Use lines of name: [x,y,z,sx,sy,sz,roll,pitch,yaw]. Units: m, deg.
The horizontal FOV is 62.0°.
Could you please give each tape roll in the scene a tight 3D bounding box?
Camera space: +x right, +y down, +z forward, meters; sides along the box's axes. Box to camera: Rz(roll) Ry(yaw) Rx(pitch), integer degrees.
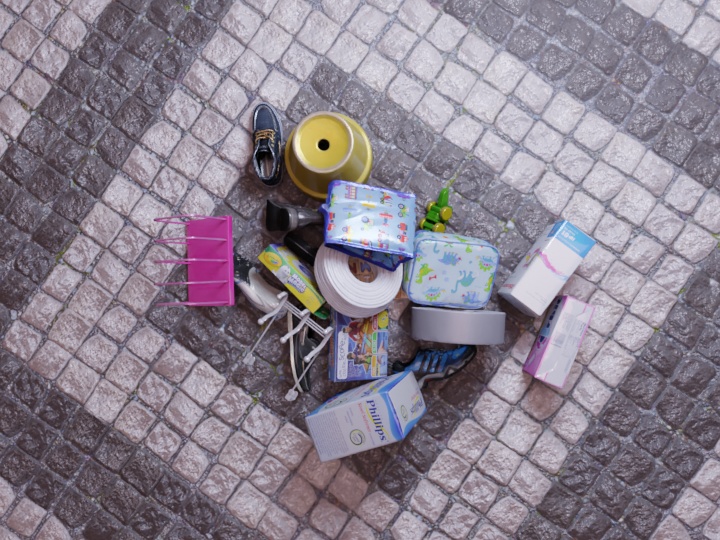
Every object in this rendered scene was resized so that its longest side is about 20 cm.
tape roll: [0.208,0.117,1.290,0.200,0.200,0.066,3,88,2]

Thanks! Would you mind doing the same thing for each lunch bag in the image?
lunch bag: [0.194,0.002,1.327,0.199,0.082,0.161,6,106,-11]
lunch bag: [0.009,-0.102,1.252,0.200,0.094,0.151,15,64,-22]

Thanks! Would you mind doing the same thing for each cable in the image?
cable: [0.000,0.000,1.303,0.200,0.069,0.200,-6,72,-30]

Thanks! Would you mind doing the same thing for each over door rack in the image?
over door rack: [-0.165,0.169,1.295,0.148,0.067,0.200,36,107,19]

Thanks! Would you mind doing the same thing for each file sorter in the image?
file sorter: [-0.374,-0.020,1.324,0.139,0.125,0.201,-3,88,34]

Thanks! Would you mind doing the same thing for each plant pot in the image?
plant pot: [-0.074,-0.259,1.316,0.200,0.189,0.201,0,89,2]

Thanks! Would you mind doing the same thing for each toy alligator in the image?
toy alligator: [0.168,-0.090,1.375,0.054,0.059,0.200,18,98,-41]

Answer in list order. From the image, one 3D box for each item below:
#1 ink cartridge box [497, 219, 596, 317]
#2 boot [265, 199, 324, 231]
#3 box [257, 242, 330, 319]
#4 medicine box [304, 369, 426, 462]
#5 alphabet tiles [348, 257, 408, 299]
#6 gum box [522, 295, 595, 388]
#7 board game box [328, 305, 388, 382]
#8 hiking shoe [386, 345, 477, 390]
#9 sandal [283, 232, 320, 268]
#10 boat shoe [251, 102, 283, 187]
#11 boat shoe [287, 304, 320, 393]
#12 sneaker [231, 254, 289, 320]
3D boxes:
ink cartridge box: [0.402,-0.002,1.314,0.085,0.145,0.200,36,90,2]
boot: [-0.113,-0.119,1.357,0.174,0.200,0.069,-4,105,-29]
box: [-0.132,0.023,1.344,0.048,0.117,0.200,-44,89,9]
medicine box: [0.016,0.306,1.275,0.200,0.182,0.103,-23,87,21]
alphabet tiles: [0.029,-0.011,1.396,0.199,0.008,0.168,-6,89,1]
gum box: [0.437,0.148,1.324,0.066,0.114,0.200,23,90,2]
board game box: [-0.003,0.144,1.344,0.135,0.034,0.201,2,90,-28]
hiking shoe: [0.165,0.205,1.352,0.200,0.074,0.087,-28,89,1]
sandal: [-0.084,-0.027,1.363,0.200,0.075,0.048,39,68,0]
boat shoe: [-0.214,-0.295,1.369,0.071,0.091,0.201,-9,88,2]
boat shoe: [-0.124,0.178,1.364,0.067,0.072,0.201,-4,86,6]
sneaker: [-0.248,0.040,1.378,0.200,0.072,0.073,41,132,12]
